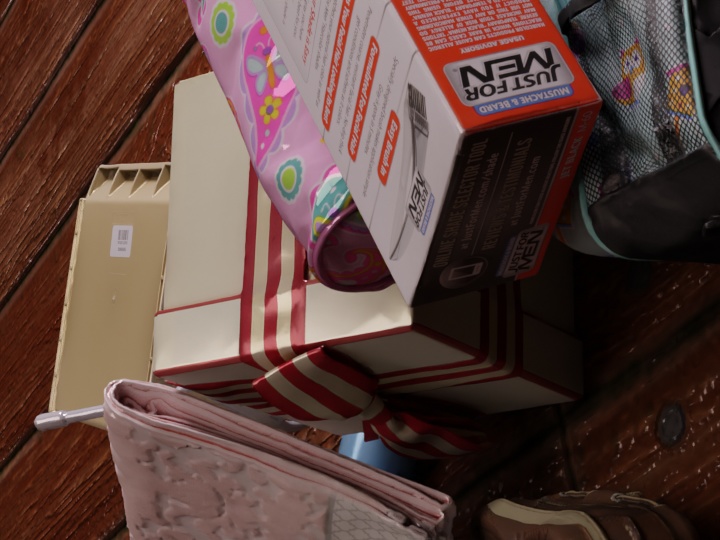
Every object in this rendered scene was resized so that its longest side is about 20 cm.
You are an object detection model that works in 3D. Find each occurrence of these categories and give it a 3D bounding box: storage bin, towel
[{"bbox_3d":[-0.141,0.026,1.356,0.200,0.093,0.200,5,86,62],"label":"storage bin"},{"bbox_3d":[-0.045,0.148,0.996,0.200,0.190,0.032,91,-157,-53],"label":"towel"}]

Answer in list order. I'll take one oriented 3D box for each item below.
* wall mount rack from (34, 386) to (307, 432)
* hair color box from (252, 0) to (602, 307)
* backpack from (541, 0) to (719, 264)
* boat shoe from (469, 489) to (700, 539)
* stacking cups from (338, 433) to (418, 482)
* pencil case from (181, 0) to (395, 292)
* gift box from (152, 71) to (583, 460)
[{"bbox_3d":[-0.092,0.062,1.123,0.075,0.200,0.174,42,92,27],"label":"wall mount rack"},{"bbox_3d":[0.015,-0.100,0.745,0.111,0.064,0.201,105,146,-53],"label":"hair color box"},{"bbox_3d":[0.152,-0.100,0.749,0.153,0.175,0.201,-22,69,56],"label":"backpack"},{"bbox_3d":[0.110,0.139,0.888,0.202,0.075,0.075,161,90,-79],"label":"boat shoe"},{"bbox_3d":[0.017,0.100,1.090,0.060,0.060,0.201,24,98,61],"label":"stacking cups"},{"bbox_3d":[-0.020,-0.088,0.851,0.088,0.087,0.201,-54,49,41],"label":"pencil case"},{"bbox_3d":[0.000,0.000,0.977,0.199,0.184,0.188,-16,65,38],"label":"gift box"}]
